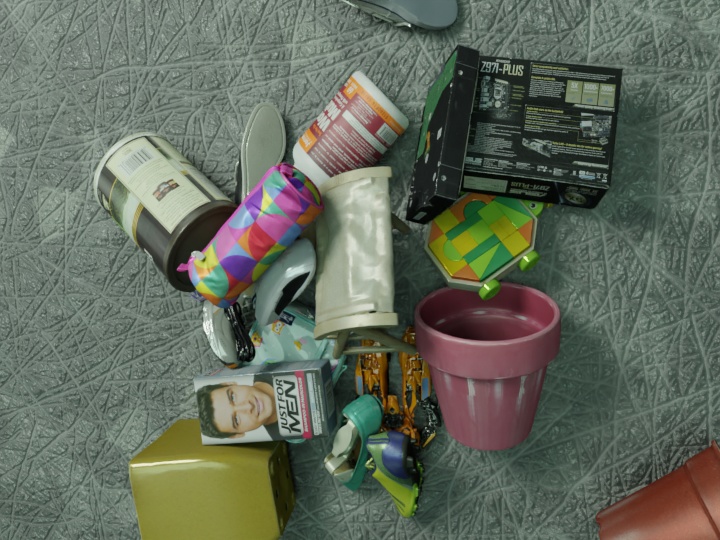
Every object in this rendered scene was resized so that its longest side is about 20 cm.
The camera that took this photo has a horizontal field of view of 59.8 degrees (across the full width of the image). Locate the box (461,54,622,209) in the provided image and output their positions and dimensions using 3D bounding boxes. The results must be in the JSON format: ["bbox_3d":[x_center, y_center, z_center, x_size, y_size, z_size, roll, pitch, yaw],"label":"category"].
[{"bbox_3d":[0.236,-0.187,0.848,0.194,0.086,0.169,8,79,10],"label":"box"}]

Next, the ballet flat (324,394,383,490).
[{"bbox_3d":[-0.021,0.268,0.941,0.067,0.069,0.204,44,134,34],"label":"ballet flat"}]

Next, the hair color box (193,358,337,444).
[{"bbox_3d":[-0.138,0.193,0.919,0.194,0.061,0.102,-7,95,12],"label":"hair color box"}]

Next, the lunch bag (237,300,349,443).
[{"bbox_3d":[-0.107,0.154,0.979,0.157,0.077,0.204,25,100,8],"label":"lunch bag"}]

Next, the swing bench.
[{"bbox_3d":[0.000,0.000,0.849,0.126,0.200,0.205,-4,71,11],"label":"swing bench"}]

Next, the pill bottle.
[{"bbox_3d":[-0.030,-0.176,0.914,0.110,0.109,0.200,44,102,4],"label":"pill bottle"}]

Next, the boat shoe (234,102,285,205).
[{"bbox_3d":[-0.159,-0.153,0.968,0.072,0.060,0.206,-2,98,-32],"label":"boat shoe"}]

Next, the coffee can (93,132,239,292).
[{"bbox_3d":[-0.278,-0.089,0.926,0.199,0.145,0.148,40,103,25],"label":"coffee can"}]

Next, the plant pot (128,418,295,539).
[{"bbox_3d":[-0.209,0.342,0.969,0.194,0.196,0.200,-9,94,6],"label":"plant pot"}]

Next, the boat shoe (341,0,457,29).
[{"bbox_3d":[0.039,-0.389,0.900,0.196,0.086,0.077,7,93,-19],"label":"boat shoe"}]

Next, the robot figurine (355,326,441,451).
[{"bbox_3d":[0.051,0.189,0.959,0.141,0.058,0.206,-2,95,14],"label":"robot figurine"}]

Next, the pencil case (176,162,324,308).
[{"bbox_3d":[-0.134,-0.041,0.774,0.200,0.088,0.089,-43,87,15],"label":"pencil case"}]

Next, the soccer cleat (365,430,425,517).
[{"bbox_3d":[0.051,0.301,0.932,0.081,0.066,0.203,4,136,15],"label":"soccer cleat"}]

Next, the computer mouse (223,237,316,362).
[{"bbox_3d":[-0.129,0.029,0.842,0.201,0.043,0.111,-49,44,30],"label":"computer mouse"}]

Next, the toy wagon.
[{"bbox_3d":[0.186,-0.061,0.885,0.198,0.040,0.157,-34,65,-4],"label":"toy wagon"}]

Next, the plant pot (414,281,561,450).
[{"bbox_3d":[0.176,0.135,0.872,0.194,0.201,0.184,-2,111,11],"label":"plant pot"}]

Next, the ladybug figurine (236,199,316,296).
[{"bbox_3d":[-0.132,-0.041,0.892,0.132,0.073,0.203,-5,140,-20],"label":"ladybug figurine"}]

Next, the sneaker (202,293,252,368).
[{"bbox_3d":[-0.191,0.045,0.959,0.089,0.076,0.205,-13,66,4],"label":"sneaker"}]

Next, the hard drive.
[{"bbox_3d":[0.109,-0.176,0.844,0.037,0.140,0.206,11,78,-10],"label":"hard drive"}]

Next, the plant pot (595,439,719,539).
[{"bbox_3d":[0.438,0.364,0.841,0.193,0.200,0.204,-32,89,21],"label":"plant pot"}]
